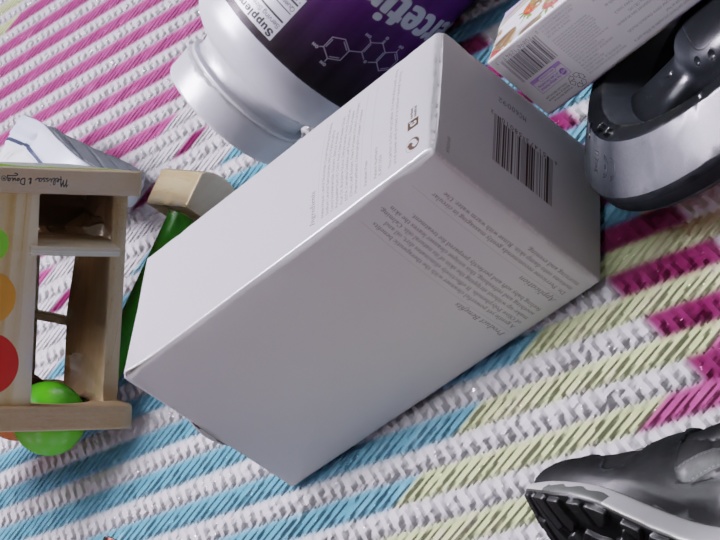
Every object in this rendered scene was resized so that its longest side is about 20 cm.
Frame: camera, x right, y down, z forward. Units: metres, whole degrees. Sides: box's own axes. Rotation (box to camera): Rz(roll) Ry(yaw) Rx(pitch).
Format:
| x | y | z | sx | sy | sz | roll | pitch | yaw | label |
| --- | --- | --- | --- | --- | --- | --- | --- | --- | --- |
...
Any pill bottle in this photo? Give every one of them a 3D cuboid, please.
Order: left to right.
| x | y | z | sx | sy | sz | roll | pitch | yaw | label |
| --- | --- | --- | --- | --- | --- | --- | --- | --- | --- |
| -0.006 | -0.152 | 1.230 | 0.200 | 0.112 | 0.112 | -47 | 28 | 16 | pill bottle |

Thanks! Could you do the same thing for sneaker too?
| x | y | z | sx | sy | sz | roll | pitch | yaw | label |
| --- | --- | --- | --- | --- | --- | --- | --- | --- | --- |
| -0.186 | -0.048 | 1.460 | 0.071 | 0.073 | 0.200 | -64 | 18 | 0 | sneaker |
| 0.144 | 0.078 | 0.791 | 0.088 | 0.076 | 0.200 | -49 | 27 | -24 | sneaker |

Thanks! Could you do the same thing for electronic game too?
| x | y | z | sx | sy | sz | roll | pitch | yaw | label |
| --- | --- | --- | --- | --- | --- | --- | --- | --- | --- |
| 0.164 | -0.107 | 0.971 | 0.200 | 0.042 | 0.200 | -46 | 18 | 20 | electronic game |

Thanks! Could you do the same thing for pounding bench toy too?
| x | y | z | sx | sy | sz | roll | pitch | yaw | label |
| --- | --- | --- | --- | --- | --- | --- | --- | --- | --- |
| -0.167 | 0.020 | 1.294 | 0.124 | 0.200 | 0.156 | 9 | 98 | 63 | pounding bench toy |

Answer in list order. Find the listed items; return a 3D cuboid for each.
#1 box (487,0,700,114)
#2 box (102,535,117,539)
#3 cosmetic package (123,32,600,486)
| x | y | z | sx | sy | sz | roll | pitch | yaw | label |
| --- | --- | --- | --- | --- | --- | --- | --- | --- | --- |
| 0.132 | -0.135 | 0.973 | 0.200 | 0.041 | 0.039 | -38 | 22 | 41 | box |
| -0.126 | 0.225 | 1.065 | 0.200 | 0.040 | 0.137 | -61 | 27 | -12 | box |
| 0.000 | 0.000 | 1.051 | 0.200 | 0.108 | 0.085 | -34 | 33 | 32 | cosmetic package |
